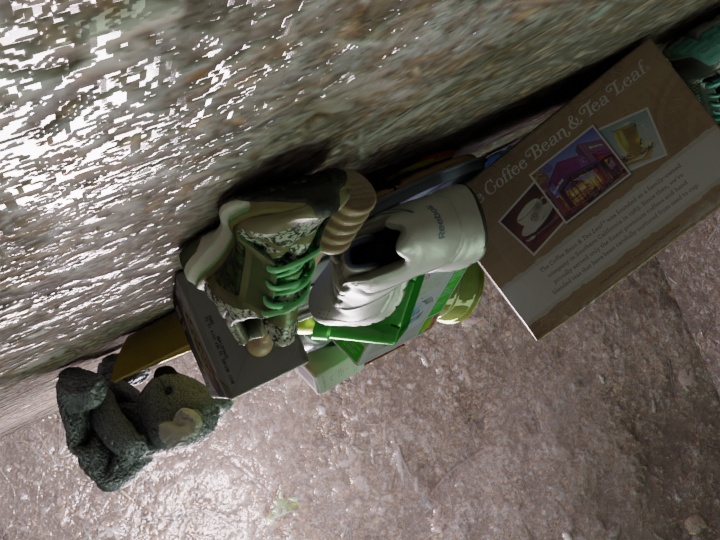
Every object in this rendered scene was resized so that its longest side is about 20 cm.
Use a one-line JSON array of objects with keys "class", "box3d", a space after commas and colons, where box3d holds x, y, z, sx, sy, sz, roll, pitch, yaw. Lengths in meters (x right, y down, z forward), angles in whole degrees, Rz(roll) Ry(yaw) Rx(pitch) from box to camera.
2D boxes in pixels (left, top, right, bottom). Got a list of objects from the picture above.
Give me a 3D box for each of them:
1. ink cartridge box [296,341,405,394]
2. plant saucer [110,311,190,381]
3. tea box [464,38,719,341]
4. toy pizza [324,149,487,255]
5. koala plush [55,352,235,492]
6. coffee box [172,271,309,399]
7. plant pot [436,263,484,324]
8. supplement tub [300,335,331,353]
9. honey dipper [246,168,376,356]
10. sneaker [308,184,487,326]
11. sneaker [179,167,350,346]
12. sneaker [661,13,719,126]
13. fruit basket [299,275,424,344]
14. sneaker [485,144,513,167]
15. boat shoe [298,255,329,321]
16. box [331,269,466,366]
[{"class": "ink cartridge box", "box3d": [-0.052, 0.099, 1.261, 0.175, 0.045, 0.200, -27, -140, -24]}, {"class": "plant saucer", "box3d": [-0.204, 0.068, 0.988, 0.198, 0.049, 0.199, -26, 177, 25]}, {"class": "tea box", "box3d": [0.185, -0.061, 0.646, 0.199, 0.134, 0.197, -38, 175, 10]}, {"class": "toy pizza", "box3d": [0.014, -0.057, 0.643, 0.198, 0.032, 0.200, -26, 178, -1]}, {"class": "koala plush", "box3d": [-0.281, 0.203, 1.042, 0.197, 0.187, 0.177, -9, -178, 9]}, {"class": "coffee box", "box3d": [-0.121, 0.055, 0.720, 0.079, 0.114, 0.200, -23, 179, -17]}, {"class": "plant pot", "box3d": [0.084, 0.009, 1.336, 0.188, 0.203, 0.199, -8, 169, -38]}, {"class": "supplement tub", "box3d": [-0.142, 0.086, 1.159, 0.198, 0.124, 0.122, -26, 178, 31]}, {"class": "honey dipper", "box3d": [-0.045, 0.005, 0.551, 0.038, 0.038, 0.201, -23, 158, -39]}, {"class": "sneaker", "box3d": [0.006, -0.007, 0.581, 0.086, 0.075, 0.200, -10, 162, -37]}, {"class": "sneaker", "box3d": [-0.049, -0.001, 0.473, 0.076, 0.090, 0.200, -23, 177, -28]}, {"class": "sneaker", "box3d": [0.305, -0.160, 0.628, 0.077, 0.092, 0.199, -26, 178, 28]}, {"class": "fruit basket", "box3d": [-0.032, 0.012, 0.886, 0.213, 0.158, 0.216, 18, -176, -1]}, {"class": "sneaker", "box3d": [0.138, -0.099, 0.842, 0.197, 0.080, 0.066, -7, -160, 12]}, {"class": "boat shoe", "box3d": [0.000, 0.000, 0.755, 0.197, 0.066, 0.074, -17, -157, 7]}, {"class": "box", "box3d": [0.056, 0.018, 1.103, 0.199, 0.097, 0.178, -18, 143, -51]}]
